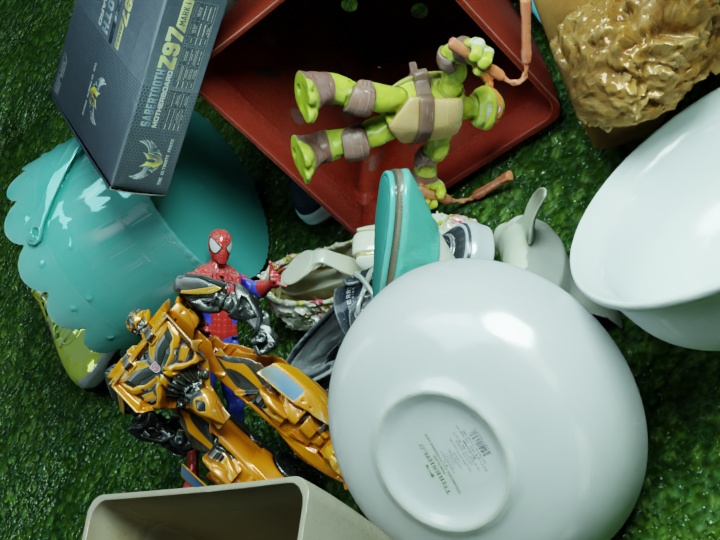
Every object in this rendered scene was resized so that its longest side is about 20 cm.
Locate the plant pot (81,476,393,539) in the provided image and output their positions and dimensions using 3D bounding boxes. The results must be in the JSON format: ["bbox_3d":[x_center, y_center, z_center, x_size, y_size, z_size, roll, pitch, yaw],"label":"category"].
[{"bbox_3d":[-0.051,0.248,0.763,0.199,0.177,0.201,-13,60,42],"label":"plant pot"}]

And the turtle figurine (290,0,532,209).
[{"bbox_3d":[0.036,-0.115,0.882,0.200,0.160,0.065,105,154,-54],"label":"turtle figurine"}]

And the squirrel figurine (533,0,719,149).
[{"bbox_3d":[0.207,-0.162,0.783,0.186,0.142,0.200,-21,12,13],"label":"squirrel figurine"}]

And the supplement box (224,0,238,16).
[{"bbox_3d":[-0.125,-0.238,1.091,0.126,0.073,0.200,-50,-1,-33],"label":"supplement box"}]

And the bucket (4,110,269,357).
[{"bbox_3d":[-0.183,-0.042,1.095,0.134,0.207,0.208,-29,46,23],"label":"bucket"}]

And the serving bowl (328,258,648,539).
[{"bbox_3d":[0.061,0.098,0.744,0.199,0.066,0.201,9,110,27],"label":"serving bowl"}]

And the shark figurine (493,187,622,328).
[{"bbox_3d":[0.118,0.041,0.813,0.128,0.089,0.215,118,169,-57],"label":"shark figurine"}]

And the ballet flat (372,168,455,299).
[{"bbox_3d":[0.033,0.029,0.828,0.067,0.070,0.201,-102,20,-66],"label":"ballet flat"}]

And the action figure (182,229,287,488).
[{"bbox_3d":[-0.099,0.065,0.970,0.099,0.065,0.201,161,109,-67],"label":"action figure"}]

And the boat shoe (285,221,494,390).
[{"bbox_3d":[0.014,0.029,0.897,0.200,0.068,0.072,-44,35,41],"label":"boat shoe"}]

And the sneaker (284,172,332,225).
[{"bbox_3d":[-0.060,-0.138,1.091,0.070,0.108,0.201,-27,46,31],"label":"sneaker"}]

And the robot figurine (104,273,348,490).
[{"bbox_3d":[-0.091,0.098,0.907,0.145,0.200,0.058,-50,-2,19],"label":"robot figurine"}]

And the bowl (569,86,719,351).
[{"bbox_3d":[0.221,-0.023,0.704,0.201,0.090,0.201,-36,22,17],"label":"bowl"}]

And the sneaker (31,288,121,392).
[{"bbox_3d":[-0.281,0.039,1.238,0.075,0.076,0.200,-45,41,13],"label":"sneaker"}]

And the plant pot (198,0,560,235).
[{"bbox_3d":[0.016,-0.184,0.989,0.200,0.200,0.177,-31,32,30],"label":"plant pot"}]

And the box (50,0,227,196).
[{"bbox_3d":[-0.160,-0.179,0.938,0.158,0.051,0.201,49,126,45],"label":"box"}]

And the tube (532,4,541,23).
[{"bbox_3d":[0.133,-0.240,0.999,0.077,0.051,0.200,-22,41,-8],"label":"tube"}]

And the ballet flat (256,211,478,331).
[{"bbox_3d":[0.000,0.000,0.972,0.199,0.064,0.076,-23,50,36],"label":"ballet flat"}]
